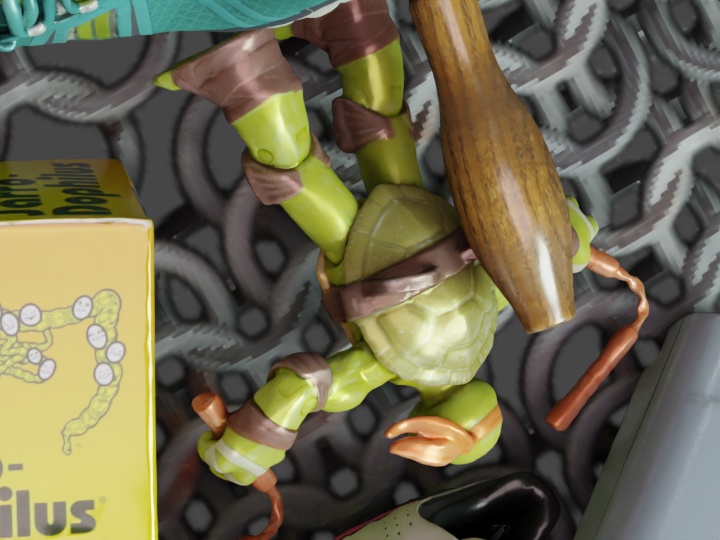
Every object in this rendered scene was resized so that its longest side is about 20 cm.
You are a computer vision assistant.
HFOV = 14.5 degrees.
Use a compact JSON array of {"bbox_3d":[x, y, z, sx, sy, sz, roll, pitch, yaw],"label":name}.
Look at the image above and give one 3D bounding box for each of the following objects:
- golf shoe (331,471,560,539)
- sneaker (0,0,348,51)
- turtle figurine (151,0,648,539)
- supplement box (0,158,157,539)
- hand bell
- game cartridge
[{"bbox_3d":[0.002,0.109,0.834,0.073,0.200,0.092,47,113,0],"label":"golf shoe"},{"bbox_3d":[-0.078,-0.088,0.800,0.199,0.080,0.078,-8,113,28],"label":"sneaker"},{"bbox_3d":[0.000,0.000,0.860,0.199,0.064,0.162,-29,96,-28],"label":"turtle figurine"},{"bbox_3d":[-0.118,0.074,0.854,0.109,0.109,0.201,-2,102,-10],"label":"supplement box"},{"bbox_3d":[0.025,-0.079,0.831,0.104,0.104,0.201,-20,92,-6],"label":"hand bell"},{"bbox_3d":[0.155,0.122,0.912,0.200,0.040,0.134,41,51,-16],"label":"game cartridge"}]
